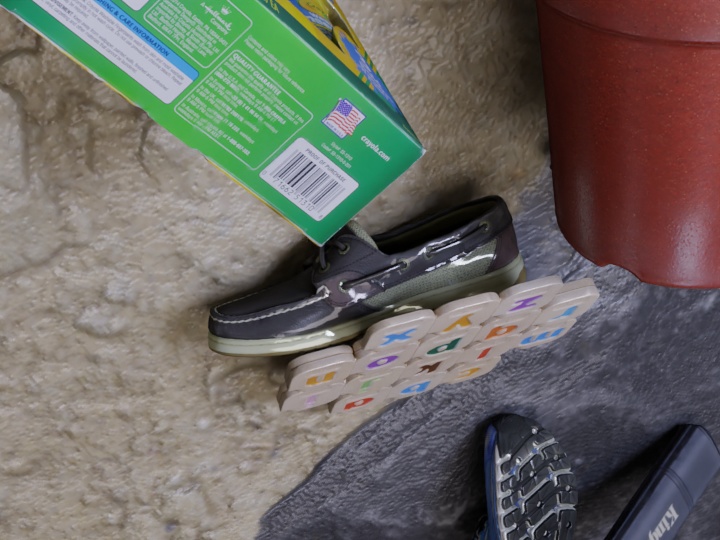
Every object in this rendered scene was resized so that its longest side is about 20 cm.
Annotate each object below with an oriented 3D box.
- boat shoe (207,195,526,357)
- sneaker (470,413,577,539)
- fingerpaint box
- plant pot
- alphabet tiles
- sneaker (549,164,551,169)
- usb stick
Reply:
[{"bbox_3d":[0.001,0.000,0.818,0.200,0.072,0.066,-13,107,-9],"label":"boat shoe"},{"bbox_3d":[0.110,0.199,1.010,0.078,0.089,0.200,-21,113,-35],"label":"sneaker"},{"bbox_3d":[-0.077,-0.129,0.609,0.073,0.167,0.200,-41,130,14],"label":"fingerpaint box"},{"bbox_3d":[0.177,-0.109,0.701,0.200,0.201,0.196,-14,124,-13],"label":"plant pot"},{"bbox_3d":[0.046,0.047,0.846,0.200,0.015,0.196,-15,162,-13],"label":"alphabet tiles"},{"bbox_3d":[0.217,-0.050,0.869,0.200,0.075,0.087,27,106,-37],"label":"sneaker"},{"bbox_3d":[0.215,0.199,1.025,0.200,0.033,0.056,-47,129,-28],"label":"usb stick"}]
